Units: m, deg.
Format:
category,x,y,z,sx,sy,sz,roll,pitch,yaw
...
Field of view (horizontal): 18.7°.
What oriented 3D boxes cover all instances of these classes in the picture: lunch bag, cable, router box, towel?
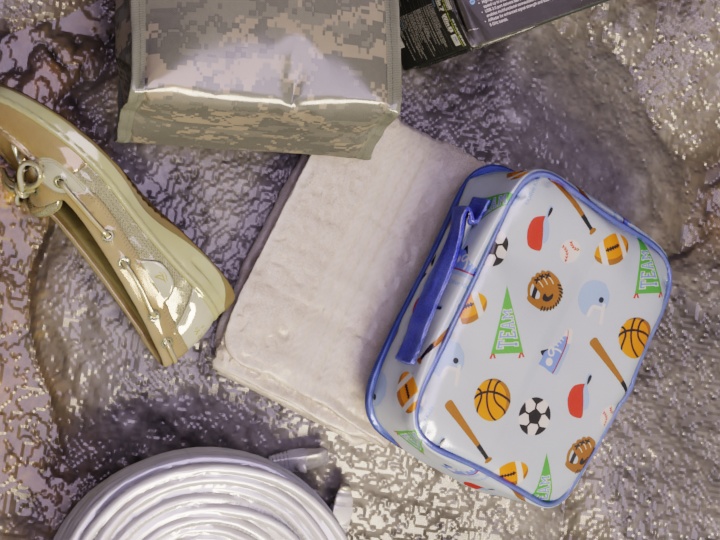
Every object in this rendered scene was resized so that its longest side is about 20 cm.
category,x,y,z,sx,sy,sz,roll,pitch,yaw
lunch bag,0.096,0.035,1.355,0.160,0.076,0.200,30,80,-30
cable,-0.094,0.207,1.324,0.200,0.069,0.200,-1,89,-14
router box,0.124,-0.188,1.346,0.200,0.150,0.062,-22,94,-13
towel,0.000,0.000,1.372,0.132,0.034,0.200,29,81,-13
lunch bag,-0.064,-0.178,1.314,0.164,0.118,0.200,3,76,-11

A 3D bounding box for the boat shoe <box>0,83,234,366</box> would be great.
category,x,y,z,sx,sy,sz,roll,pitch,yaw
boat shoe,-0.165,-0.030,1.314,0.201,0.073,0.063,45,75,-16
